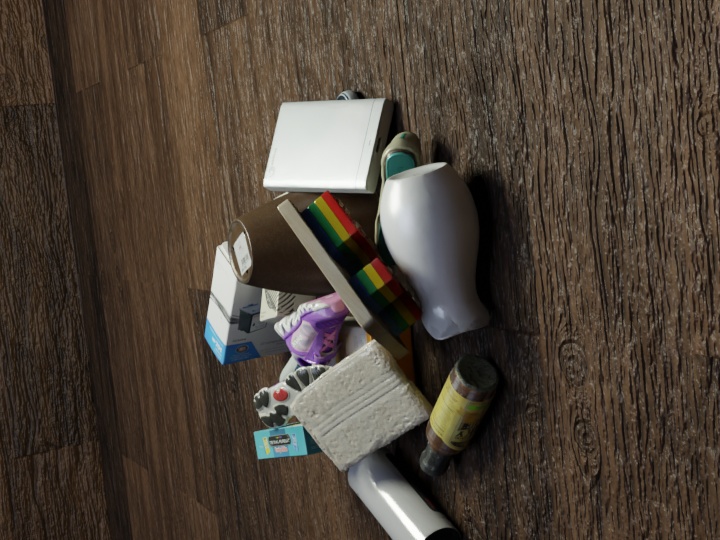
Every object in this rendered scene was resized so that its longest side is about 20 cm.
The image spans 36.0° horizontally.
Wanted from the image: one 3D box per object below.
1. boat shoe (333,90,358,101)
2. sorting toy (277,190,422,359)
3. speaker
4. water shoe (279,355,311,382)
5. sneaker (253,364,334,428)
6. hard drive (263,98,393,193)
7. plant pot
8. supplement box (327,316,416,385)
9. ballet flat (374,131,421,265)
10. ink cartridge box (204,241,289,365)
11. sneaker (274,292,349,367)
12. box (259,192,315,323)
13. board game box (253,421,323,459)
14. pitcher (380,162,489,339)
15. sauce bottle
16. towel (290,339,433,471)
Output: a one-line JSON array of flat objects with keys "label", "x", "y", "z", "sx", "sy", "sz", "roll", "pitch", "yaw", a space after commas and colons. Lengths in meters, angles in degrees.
[{"label": "boat shoe", "x": -0.066, "y": -0.189, "z": 1.665, "sx": 0.071, "sy": 0.090, "sz": 0.201, "roll": 66, "pitch": 148, "yaw": 26}, {"label": "sorting toy", "x": 0.000, "y": 0.000, "z": 1.438, "sx": 0.201, "sy": 0.069, "sz": 0.199, "roll": 54, "pitch": -177, "yaw": 21}, {"label": "speaker", "x": 0.060, "y": 0.342, "z": 1.592, "sx": 0.200, "sy": 0.080, "sz": 0.082, "roll": 44, "pitch": 135, "yaw": 50}, {"label": "water shoe", "x": -0.067, "y": 0.142, "z": 1.812, "sx": 0.079, "sy": 0.071, "sz": 0.201, "roll": 40, "pitch": 137, "yaw": 12}, {"label": "sneaker", "x": -0.079, "y": 0.172, "z": 1.650, "sx": 0.199, "sy": 0.083, "sz": 0.081, "roll": -19, "pitch": 102, "yaw": 44}, {"label": "hard drive", "x": -0.049, "y": -0.178, "z": 1.583, "sx": 0.199, "sy": 0.027, "sz": 0.133, "roll": 5, "pitch": 78, "yaw": 41}, {"label": "plant pot", "x": -0.087, "y": -0.040, "z": 1.632, "sx": 0.187, "sy": 0.198, "sz": 0.189, "roll": 26, "pitch": 121, "yaw": 56}, {"label": "supplement box", "x": 0.001, "y": 0.137, "z": 1.649, "sx": 0.199, "sy": 0.073, "sz": 0.128, "roll": 2, "pitch": 99, "yaw": 60}, {"label": "ballet flat", "x": 0.054, "y": -0.099, "z": 1.497, "sx": 0.070, "sy": 0.069, "sz": 0.201, "roll": 53, "pitch": 149, "yaw": 41}, {"label": "ink cartridge box", "x": -0.174, "y": 0.048, "z": 1.879, "sx": 0.086, "sy": 0.145, "sz": 0.201, "roll": 52, "pitch": 141, "yaw": 39}, {"label": "sneaker", "x": -0.056, "y": 0.089, "z": 1.597, "sx": 0.200, "sy": 0.080, "sz": 0.089, "roll": -38, "pitch": 69, "yaw": 62}, {"label": "box", "x": -0.109, "y": -0.017, "z": 1.765, "sx": 0.082, "sy": 0.068, "sz": 0.202, "roll": 160, "pitch": 116, "yaw": -63}, {"label": "board game box", "x": -0.059, "y": 0.252, "z": 1.716, "sx": 0.200, "sy": 0.150, "sz": 0.047, "roll": -22, "pitch": 78, "yaw": 61}, {"label": "pitcher", "x": 0.089, "y": -0.031, "z": 1.409, "sx": 0.172, "sy": 0.120, "sz": 0.202, "roll": -149, "pitch": 43, "yaw": -74}, {"label": "sauce bottle", "x": 0.124, "y": 0.196, "z": 1.449, "sx": 0.065, "sy": 0.064, "sz": 0.201, "roll": 60, "pitch": 148, "yaw": 35}, {"label": "towel", "x": 0.000, "y": 0.189, "z": 1.540, "sx": 0.200, "sy": 0.034, "sz": 0.133, "roll": -36, "pitch": 93, "yaw": 36}]
